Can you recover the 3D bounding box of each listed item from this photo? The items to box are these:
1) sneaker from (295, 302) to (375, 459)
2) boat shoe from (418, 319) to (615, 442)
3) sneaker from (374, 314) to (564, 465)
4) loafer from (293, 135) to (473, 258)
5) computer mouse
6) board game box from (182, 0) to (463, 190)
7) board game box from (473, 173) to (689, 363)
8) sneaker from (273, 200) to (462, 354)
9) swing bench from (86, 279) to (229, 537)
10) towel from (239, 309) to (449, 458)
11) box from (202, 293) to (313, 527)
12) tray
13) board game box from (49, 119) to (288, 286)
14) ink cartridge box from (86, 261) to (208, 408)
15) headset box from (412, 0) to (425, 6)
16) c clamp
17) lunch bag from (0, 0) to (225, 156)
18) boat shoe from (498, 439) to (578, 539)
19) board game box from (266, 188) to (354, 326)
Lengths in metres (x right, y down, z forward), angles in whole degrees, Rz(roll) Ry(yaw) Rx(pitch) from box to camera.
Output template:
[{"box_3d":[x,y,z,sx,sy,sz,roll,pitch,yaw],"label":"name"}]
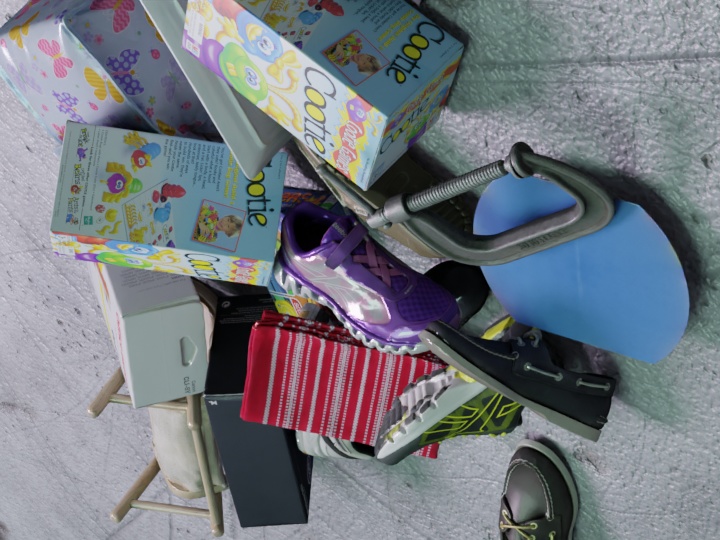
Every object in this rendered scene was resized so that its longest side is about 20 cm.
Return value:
[{"box_3d":[-0.019,0.108,1.858,0.087,0.076,0.201,11,141,17],"label":"sneaker"},{"box_3d":[0.137,0.080,1.640,0.199,0.063,0.073,29,179,-25],"label":"boat shoe"},{"box_3d":[0.098,0.125,1.720,0.200,0.075,0.085,-38,109,23],"label":"sneaker"},{"box_3d":[0.009,-0.078,1.656,0.200,0.076,0.067,46,157,6],"label":"loafer"},{"box_3d":[0.055,0.052,1.760,0.058,0.034,0.200,36,139,-5],"label":"computer mouse"},{"box_3d":[-0.033,-0.181,1.550,0.200,0.105,0.103,38,149,13],"label":"board game box"},{"box_3d":[0.186,-0.013,1.566,0.199,0.039,0.159,17,133,31],"label":"board game box"},{"box_3d":[0.000,0.000,1.683,0.199,0.080,0.089,28,145,29],"label":"sneaker"},{"box_3d":[-0.195,0.142,2.057,0.128,0.201,0.200,6,138,10],"label":"swing bench"},{"box_3d":[-0.011,0.111,1.796,0.198,0.023,0.145,12,133,-1],"label":"towel"},{"box_3d":[-0.100,0.144,1.963,0.078,0.142,0.201,-3,133,10],"label":"box"},{"box_3d":[-0.111,-0.189,1.645,0.022,0.108,0.201,-9,120,43],"label":"tray"},{"box_3d":[-0.172,-0.058,1.727,0.198,0.106,0.103,8,166,-4],"label":"board game box"},{"box_3d":[-0.222,0.015,1.937,0.146,0.083,0.201,89,161,-47],"label":"ink cartridge box"},{"box_3d":[0.007,-0.315,1.393,0.200,0.075,0.149,40,148,9],"label":"headset box"},{"box_3d":[0.091,-0.053,1.499,0.199,0.027,0.171,-16,139,36],"label":"c clamp"},{"box_3d":[-0.229,-0.171,1.788,0.169,0.127,0.200,-4,130,51],"label":"lunch bag"},{"box_3d":[0.168,0.248,1.857,0.071,0.061,0.202,23,142,31],"label":"boat shoe"},{"box_3d":[-0.037,0.012,1.851,0.135,0.034,0.201,10,134,43],"label":"board game box"}]
